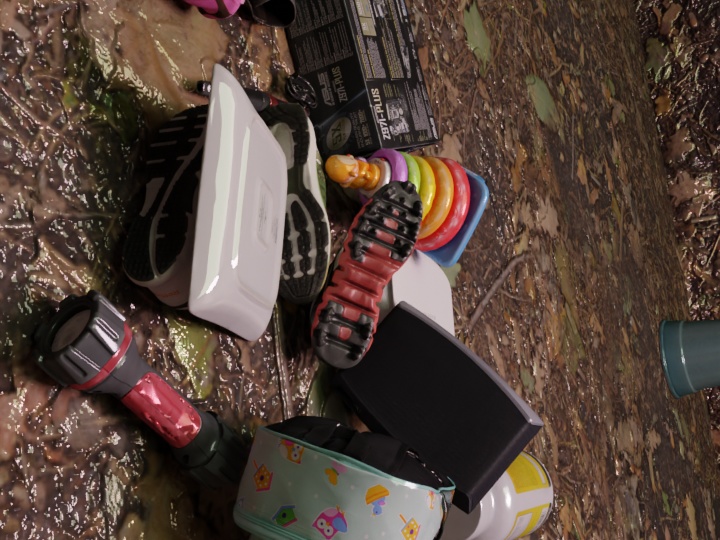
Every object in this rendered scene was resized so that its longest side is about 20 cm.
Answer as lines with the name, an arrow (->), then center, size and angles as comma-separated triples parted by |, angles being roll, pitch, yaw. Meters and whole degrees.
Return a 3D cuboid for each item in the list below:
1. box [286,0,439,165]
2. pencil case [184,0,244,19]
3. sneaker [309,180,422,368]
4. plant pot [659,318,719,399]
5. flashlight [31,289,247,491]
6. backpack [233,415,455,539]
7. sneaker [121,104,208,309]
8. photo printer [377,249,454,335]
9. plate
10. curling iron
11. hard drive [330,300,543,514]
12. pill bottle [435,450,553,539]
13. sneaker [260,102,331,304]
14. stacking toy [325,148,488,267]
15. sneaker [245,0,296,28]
box -> 0.003, -0.233, 1.084 | 0.163, 0.085, 0.204 | -22, 98, -60
pencil case -> -0.175, -0.293, 0.799 | 0.199, 0.093, 0.092 | 20, 93, -54
sneaker -> 0.000, 0.000, 0.946 | 0.070, 0.098, 0.203 | 25, 85, -15
plant pot -> 0.866, 0.206, 2.278 | 0.199, 0.193, 0.204 | 30, 54, -52
flashlight -> -0.160, 0.101, 0.704 | 0.201, 0.067, 0.068 | 52, 38, -35
backpack -> -0.019, 0.202, 0.762 | 0.200, 0.173, 0.155 | 70, 41, -71
sneaker -> -0.148, -0.057, 0.797 | 0.080, 0.072, 0.203 | 61, 36, -52
photo printer -> 0.053, 0.069, 1.074 | 0.166, 0.069, 0.204 | 21, 61, -55
plate -> -0.097, -0.048, 0.802 | 0.200, 0.032, 0.203 | 56, 37, -76
curling iron -> -0.105, -0.181, 0.944 | 0.199, 0.025, 0.050 | -17, 85, -59
hard drive -> 0.075, 0.133, 0.942 | 0.135, 0.199, 0.042 | -46, 161, -9
pill bottle -> 0.154, 0.280, 1.126 | 0.199, 0.111, 0.114 | 13, 68, -57
sneaker -> -0.057, -0.066, 0.947 | 0.088, 0.076, 0.204 | 18, 68, -71
stacking toy -> 0.036, -0.090, 1.001 | 0.198, 0.116, 0.111 | 18, 102, -43
sneaker -> -0.120, -0.330, 0.912 | 0.199, 0.074, 0.108 | 24, 51, -56
